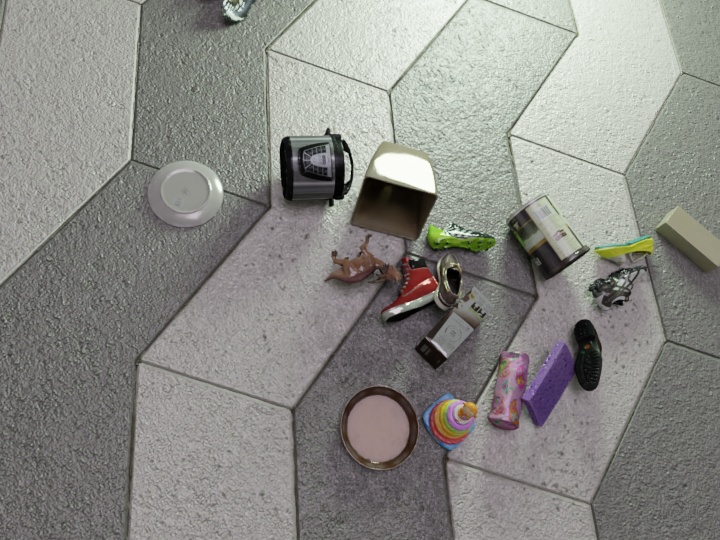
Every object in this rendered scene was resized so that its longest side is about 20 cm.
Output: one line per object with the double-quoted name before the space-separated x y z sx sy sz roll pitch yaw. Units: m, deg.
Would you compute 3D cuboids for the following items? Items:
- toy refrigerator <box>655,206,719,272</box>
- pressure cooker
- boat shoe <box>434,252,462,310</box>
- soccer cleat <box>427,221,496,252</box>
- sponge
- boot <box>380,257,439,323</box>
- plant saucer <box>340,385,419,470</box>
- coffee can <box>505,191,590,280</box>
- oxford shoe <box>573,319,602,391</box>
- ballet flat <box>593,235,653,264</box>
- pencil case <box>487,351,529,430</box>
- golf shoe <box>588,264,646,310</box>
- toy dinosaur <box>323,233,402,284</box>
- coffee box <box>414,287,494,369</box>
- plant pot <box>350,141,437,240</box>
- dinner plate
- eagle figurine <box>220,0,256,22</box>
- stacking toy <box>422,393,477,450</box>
"toy refrigerator" 1.001 -0.093 1.934 0.200 0.070 0.076 42 74 8
"pressure cooker" -0.115 -0.280 1.730 0.197 0.177 0.180 -3 45 -13
"boat shoe" 0.242 0.018 1.708 0.071 0.060 0.201 34 40 -14
"soccer cleat" 0.284 -0.097 1.798 0.197 0.068 0.082 2 55 -10
"sponge" 0.493 0.295 1.664 0.200 0.030 0.112 -49 126 -23
"boot" 0.113 0.046 1.703 0.198 0.073 0.145 -23 74 -27
"plant saucer" 0.046 0.386 1.572 0.197 0.035 0.203 4 67 -9
"coffee can" 0.525 -0.097 1.798 0.145 0.147 0.201 -28 76 -20
"oxford shoe" 0.621 0.236 1.714 0.084 0.072 0.202 42 47 -37
"ballet flat" 0.779 -0.054 1.880 0.197 0.067 0.068 -11 92 -17
"pencil case" 0.382 0.305 1.647 0.086 0.088 0.202 18 66 -3
"golf shoe" 0.745 0.049 1.833 0.198 0.078 0.096 -22 91 -17
"toy dinosaur" 0.000 0.000 1.667 0.198 0.086 0.137 -23 61 -3
"coffee box" 0.244 0.150 1.662 0.080 0.113 0.200 44 67 8
"plant pot" 0.097 -0.233 1.751 0.197 0.201 0.179 14 55 -5
"dinner plate" -0.468 -0.211 1.715 0.197 0.024 0.203 4 69 -9
"eagle figurine" -0.381 -0.873 1.957 0.200 0.151 0.152 -47 37 6
"stacking toy" 0.236 0.350 1.532 0.109 0.200 0.116 -37 80 -22
